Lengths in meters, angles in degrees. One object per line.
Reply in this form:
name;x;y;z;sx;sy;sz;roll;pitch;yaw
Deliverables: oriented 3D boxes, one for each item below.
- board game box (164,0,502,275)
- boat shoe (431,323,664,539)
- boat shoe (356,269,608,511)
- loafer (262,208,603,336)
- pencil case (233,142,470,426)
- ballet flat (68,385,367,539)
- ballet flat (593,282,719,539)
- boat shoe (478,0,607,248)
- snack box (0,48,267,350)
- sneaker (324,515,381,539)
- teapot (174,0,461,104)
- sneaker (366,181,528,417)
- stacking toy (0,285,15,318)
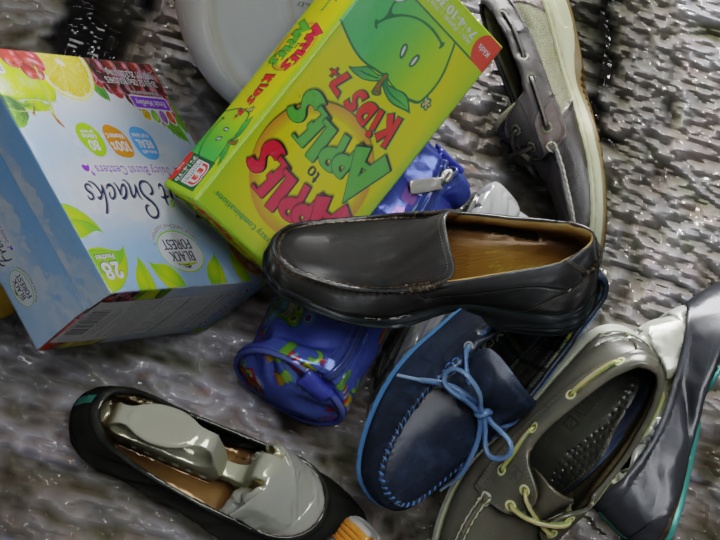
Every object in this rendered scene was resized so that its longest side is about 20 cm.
board game box;-0.015;-0.094;1.249;0.102;0.048;0.200;43;81;-32
boat shoe;0.113;0.124;1.259;0.072;0.060;0.202;35;95;-16
boat shoe;0.073;0.060;1.243;0.084;0.069;0.200;45;72;-33
loafer;0.043;-0.011;1.203;0.199;0.072;0.073;2;55;-7
pencil case;0.000;0.000;1.301;0.078;0.087;0.200;39;67;-21
ballet flat;-0.083;0.125;1.244;0.199;0.068;0.068;23;65;-6
ballet flat;0.195;0.079;1.331;0.073;0.073;0.201;25;67;-5
boat shoe;0.122;-0.099;1.393;0.064;0.073;0.201;-7;68;-6
snack box;-0.157;-0.044;1.227;0.169;0.068;0.200;60;23;12
sneaker;0.024;0.248;1.230;0.077;0.078;0.200;-33;81;-2
teapot;-0.039;-0.190;1.341;0.197;0.146;0.201;-29;114;-5
sneaker;0.077;0.041;1.319;0.099;0.078;0.200;33;66;-6
stacking toy;-0.239;-0.018;1.245;0.200;0.146;0.147;28;63;-24
